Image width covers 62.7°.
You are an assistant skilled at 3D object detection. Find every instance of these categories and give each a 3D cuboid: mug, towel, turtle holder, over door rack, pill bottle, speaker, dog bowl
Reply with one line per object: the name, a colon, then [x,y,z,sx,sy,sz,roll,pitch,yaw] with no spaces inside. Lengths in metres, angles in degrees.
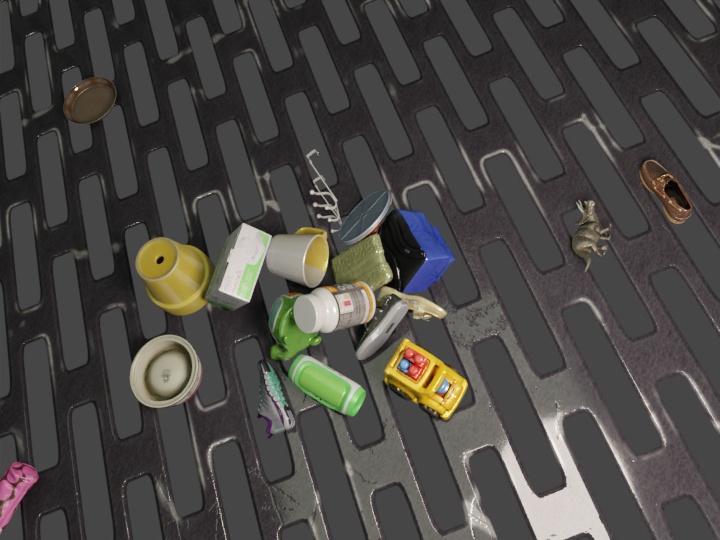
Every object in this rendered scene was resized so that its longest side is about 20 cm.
mug: [-0.181,-0.040,1.680,0.152,0.186,0.151,10,102,23]
towel: [0.000,0.000,1.612,0.199,0.036,0.150,-34,66,39]
turtle holder: [-0.180,0.148,1.596,0.140,0.187,0.131,-21,33,-35]
over door rack: [-0.116,-0.223,1.718,0.066,0.148,0.202,-20,66,-5]
pill bottle: [-0.066,0.095,1.509,0.199,0.117,0.117,-9,56,-44]
speaker: [-0.088,0.297,1.534,0.199,0.089,0.089,27,75,19]
dog bowl: [-0.525,0.282,1.624,0.198,0.074,0.202,-3,68,8]

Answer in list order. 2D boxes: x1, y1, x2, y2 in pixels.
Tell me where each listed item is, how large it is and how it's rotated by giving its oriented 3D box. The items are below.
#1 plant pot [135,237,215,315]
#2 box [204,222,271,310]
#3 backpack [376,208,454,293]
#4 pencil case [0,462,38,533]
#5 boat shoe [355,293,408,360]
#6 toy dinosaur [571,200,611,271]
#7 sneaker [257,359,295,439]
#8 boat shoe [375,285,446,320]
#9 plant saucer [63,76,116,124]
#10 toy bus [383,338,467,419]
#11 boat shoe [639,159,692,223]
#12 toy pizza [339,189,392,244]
plant pot: [-0.533,0.004,1.676,0.198,0.189,0.203,-3,68,8]
box: [-0.343,-0.008,1.643,0.096,0.176,0.202,24,69,-21]
backpack: [0.141,-0.059,1.594,0.163,0.167,0.201,-53,54,35]
pencil case: [-0.936,0.614,1.555,0.093,0.091,0.201,10,68,52]
boat shoe: [0.049,0.149,1.561,0.201,0.068,0.057,-51,57,12]
toy dinosaur: [0.610,-0.082,1.582,0.101,0.077,0.202,13,75,27]
sneaker: [-0.249,0.336,1.555,0.087,0.074,0.201,-29,67,3]
boat shoe: [0.135,0.099,1.587,0.198,0.073,0.063,17,78,28]
plant saucer: [-0.944,-0.590,2.077,0.198,0.032,0.202,-4,67,9]
toy bus: [0.158,0.257,1.450,0.199,0.192,0.136,30,74,18]
boat shoe: [0.828,-0.225,1.593,0.070,0.070,0.201,-24,65,1]
toy pizza: [0.018,-0.146,1.671,0.200,0.032,0.201,-37,26,22]
